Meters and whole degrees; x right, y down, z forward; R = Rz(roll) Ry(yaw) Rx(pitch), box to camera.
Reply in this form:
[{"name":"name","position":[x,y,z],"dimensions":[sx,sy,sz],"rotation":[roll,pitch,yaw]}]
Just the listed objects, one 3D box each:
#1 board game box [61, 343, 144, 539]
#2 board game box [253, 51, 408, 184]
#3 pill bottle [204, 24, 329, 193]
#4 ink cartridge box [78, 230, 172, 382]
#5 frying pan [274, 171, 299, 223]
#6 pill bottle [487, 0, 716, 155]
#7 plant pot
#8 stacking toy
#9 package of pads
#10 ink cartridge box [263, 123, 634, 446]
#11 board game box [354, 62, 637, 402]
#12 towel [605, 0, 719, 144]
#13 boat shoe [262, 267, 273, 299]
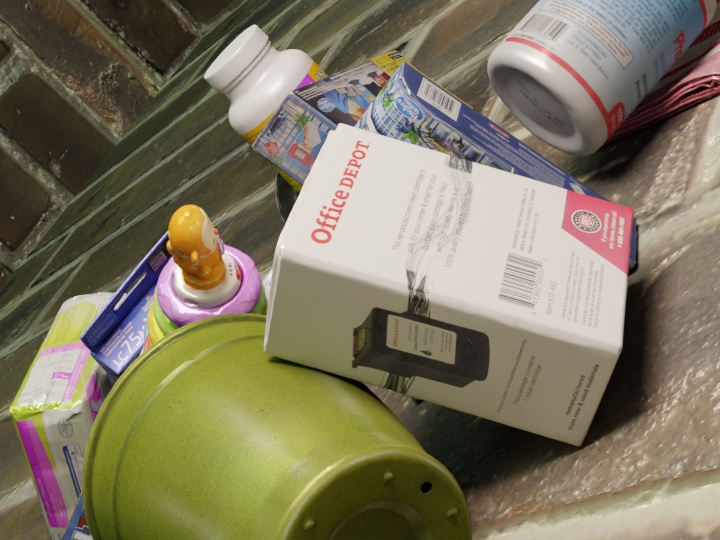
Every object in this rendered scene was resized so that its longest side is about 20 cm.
[{"name":"board game box","position":[-0.172,0.150,0.999],"dimensions":[0.136,0.035,0.201],"rotation":[87,-158,-69]},{"name":"board game box","position":[0.046,-0.077,1.034],"dimensions":[0.062,0.200,0.200],"rotation":[-51,-8,31]},{"name":"pill bottle","position":[-0.059,-0.147,1.267],"dimensions":[0.104,0.200,0.104],"rotation":[-41,19,17]},{"name":"ink cartridge box","position":[-0.161,0.059,1.100],"dimensions":[0.119,0.042,0.200],"rotation":[-51,-25,-14]},{"name":"frying pan","position":[-0.062,-0.061,1.344],"dimensions":[0.031,0.115,0.190],"rotation":[6,53,45]},{"name":"pill bottle","position":[0.198,-0.192,0.971],"dimensions":[0.200,0.109,0.109],"rotation":[-47,18,-10]},{"name":"plant pot","position":[-0.037,0.142,0.758],"dimensions":[0.201,0.200,0.193],"rotation":[-50,30,-14]},{"name":"stacking toy","position":[-0.103,0.022,0.865],"dimensions":[0.200,0.109,0.116],"rotation":[90,174,-53]},{"name":"package of pads","position":[-0.238,0.125,1.124],"dimensions":[0.068,0.155,0.200],"rotation":[-6,27,6]},{"name":"ink cartridge box","position":[0.056,0.004,0.776],"dimensions":[0.145,0.199,0.085],"rotation":[-70,-5,-51]},{"name":"board game box","position":[0.054,-0.009,0.901],"dimensions":[0.200,0.200,0.062],"rotation":[-51,11,33]},{"name":"towel","position":[0.261,-0.189,1.035],"dimensions":[0.144,0.023,0.200],"rotation":[-24,28,48]},{"name":"boat shoe","position":[0.000,0.000,1.090],"dimensions":[0.200,0.072,0.062],"rotation":[-24,-11,-26]}]
